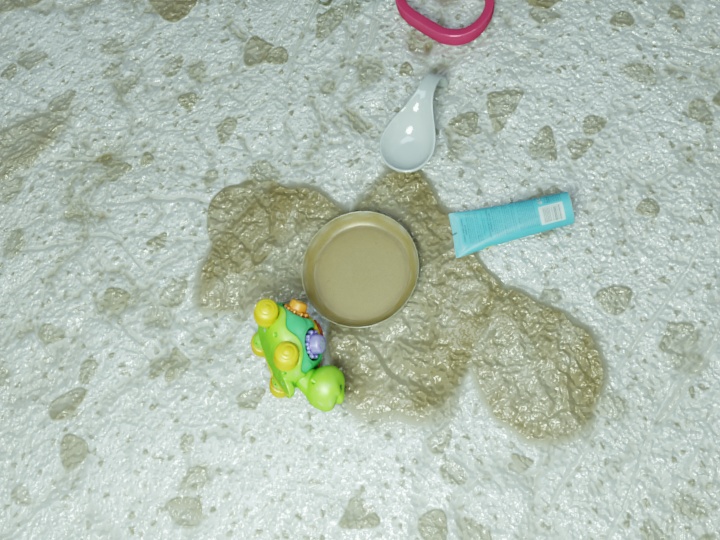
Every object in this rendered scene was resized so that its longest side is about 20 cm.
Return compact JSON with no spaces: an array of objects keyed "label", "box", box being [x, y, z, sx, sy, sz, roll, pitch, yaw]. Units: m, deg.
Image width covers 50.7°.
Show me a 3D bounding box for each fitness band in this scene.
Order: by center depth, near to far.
[{"label":"fitness band","box":[0.155,-0.500,1.410,0.199,0.037,0.144,37,83,21]}]

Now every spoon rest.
[{"label":"spoon rest","box":[0.099,-0.261,1.316,0.098,0.061,0.203,18,73,16]}]

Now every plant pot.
[{"label":"plant pot","box":[0.000,0.000,1.254,0.195,0.028,0.204,-3,70,8]}]

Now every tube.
[{"label":"tube","box":[0.245,-0.079,1.233,0.196,0.051,0.079,-13,64,10]}]

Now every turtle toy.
[{"label":"turtle toy","box":[-0.097,0.130,1.174,0.100,0.147,0.202,-20,66,-22]}]

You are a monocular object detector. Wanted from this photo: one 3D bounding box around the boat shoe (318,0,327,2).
[{"label":"boat shoe","box":[-0.117,-0.591,1.481,0.069,0.070,0.203,-33,69,26]}]
